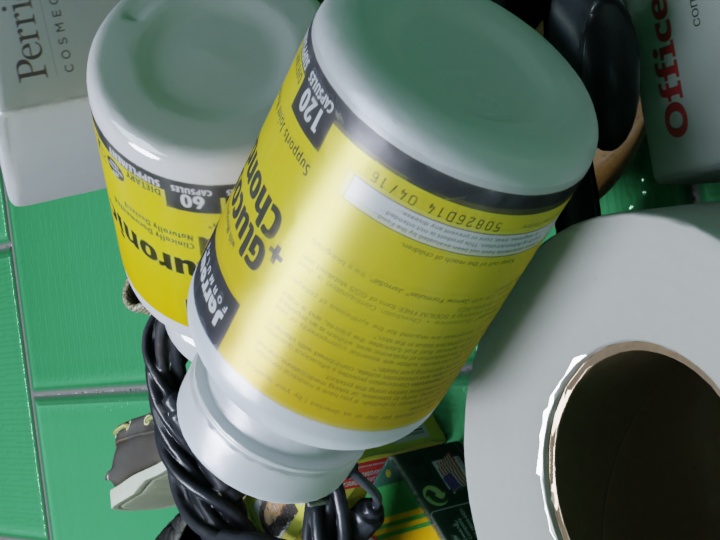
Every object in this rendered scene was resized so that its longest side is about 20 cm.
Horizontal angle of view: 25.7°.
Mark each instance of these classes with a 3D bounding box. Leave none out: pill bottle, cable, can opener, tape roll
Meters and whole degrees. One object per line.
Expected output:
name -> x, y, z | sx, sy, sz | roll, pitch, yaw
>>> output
pill bottle -> -0.001, -0.004, 0.606 | 0.112, 0.111, 0.201 | 56, 133, 32
cable -> -0.060, 0.093, 0.862 | 0.200, 0.051, 0.164 | 51, 138, 31
pill bottle -> -0.060, -0.035, 0.733 | 0.112, 0.111, 0.200 | 59, 164, 29
can opener -> 0.075, -0.053, 0.661 | 0.201, 0.063, 0.079 | 87, 177, -47
tape roll -> 0.154, 0.072, 0.601 | 0.202, 0.138, 0.204 | 13, 106, 52

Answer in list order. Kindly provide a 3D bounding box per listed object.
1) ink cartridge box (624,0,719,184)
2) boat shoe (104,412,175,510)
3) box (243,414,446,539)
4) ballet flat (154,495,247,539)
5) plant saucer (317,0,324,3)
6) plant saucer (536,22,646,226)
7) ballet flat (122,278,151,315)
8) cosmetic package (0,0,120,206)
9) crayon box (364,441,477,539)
ink cartridge box -> 0.188, -0.120, 0.566 | 0.199, 0.084, 0.147 | -14, 84, 55
boat shoe -> -0.102, 0.103, 1.015 | 0.201, 0.071, 0.061 | -29, 62, 44
box -> -0.029, 0.143, 0.922 | 0.050, 0.075, 0.200 | 58, 136, 29
ballet flat -> -0.087, 0.165, 1.002 | 0.200, 0.066, 0.057 | 124, 148, -56
plant saucer -> 0.001, -0.213, 0.718 | 0.198, 0.048, 0.202 | 13, 86, 21
plant saucer -> 0.084, -0.121, 0.752 | 0.200, 0.035, 0.202 | 14, 107, 52
ballet flat -> -0.111, -0.049, 0.998 | 0.068, 0.075, 0.201 | 50, 133, 38
cosmetic package -> -0.109, -0.150, 0.837 | 0.165, 0.199, 0.166 | 128, 127, -73
crayon box -> 0.027, 0.208, 0.874 | 0.127, 0.051, 0.201 | 56, 137, 32
